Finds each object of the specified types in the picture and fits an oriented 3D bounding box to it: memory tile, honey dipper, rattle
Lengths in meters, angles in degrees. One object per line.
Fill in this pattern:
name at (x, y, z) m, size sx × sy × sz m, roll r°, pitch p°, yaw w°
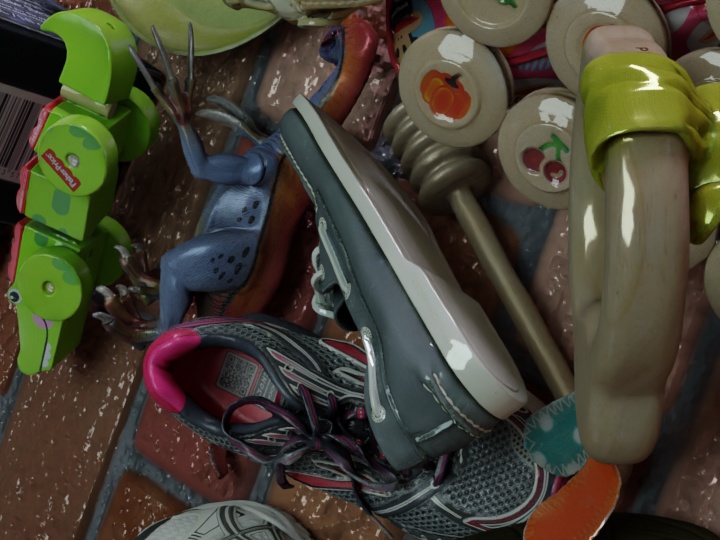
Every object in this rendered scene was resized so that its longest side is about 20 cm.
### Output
memory tile at (0.114, -0.073, 0.637) m, size 0.199 × 0.017 × 0.154 m, roll 33°, pitch 127°, yaw 13°
honey dipper at (0.064, 0.008, 0.727) m, size 0.038 × 0.038 × 0.201 m, roll -40°, pitch 58°, yaw 26°
rattle at (0.133, 0.014, 0.611) m, size 0.130 × 0.141 × 0.202 m, roll -131°, pitch 36°, yaw -65°

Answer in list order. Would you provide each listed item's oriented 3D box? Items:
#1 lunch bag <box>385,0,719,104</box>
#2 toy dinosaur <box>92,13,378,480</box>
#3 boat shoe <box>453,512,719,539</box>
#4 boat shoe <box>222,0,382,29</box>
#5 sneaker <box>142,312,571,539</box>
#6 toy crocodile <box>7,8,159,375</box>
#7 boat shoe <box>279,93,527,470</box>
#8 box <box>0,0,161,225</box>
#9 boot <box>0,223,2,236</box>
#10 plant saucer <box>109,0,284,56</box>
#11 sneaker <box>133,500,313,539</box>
lunch bag at (0.103, -0.164, 0.707) m, size 0.199 × 0.082 × 0.178 m, roll -13°, pitch 70°, yaw 36°
toy dinosaur at (-0.045, -0.034, 0.826) m, size 0.181 × 0.105 × 0.201 m, roll -31°, pitch 98°, yaw 19°
boat shoe at (0.049, 0.146, 0.662) m, size 0.199 × 0.072 × 0.067 m, roll -10°, pitch 106°, yaw -1°
boat shoe at (-0.024, -0.137, 0.738) m, size 0.073 × 0.063 × 0.200 m, roll -38°, pitch 28°, yaw -18°
sneaker at (-0.004, 0.072, 0.732) m, size 0.198 × 0.075 × 0.082 m, roll 14°, pitch 91°, yaw 21°
toy crocodile at (-0.151, -0.037, 0.863) m, size 0.061 × 0.068 × 0.202 m, roll 22°, pitch 120°, yaw 9°
boat shoe at (0.000, 0.000, 0.710) m, size 0.062 × 0.073 × 0.201 m, roll -42°, pitch 49°, yaw 13°
box at (-0.235, -0.117, 0.924) m, size 0.199 × 0.148 × 0.108 m, roll 34°, pitch 103°, yaw 37°
boot at (-0.323, -0.053, 0.979) m, size 0.202 × 0.153 × 0.074 m, roll 22°, pitch 95°, yaw 39°
plant saucer at (-0.063, -0.208, 0.876) m, size 0.199 × 0.031 × 0.202 m, roll -8°, pitch 78°, yaw 38°
sneaker at (-0.054, 0.149, 0.767) m, size 0.199 × 0.087 × 0.077 m, roll 5°, pitch 87°, yaw 41°
